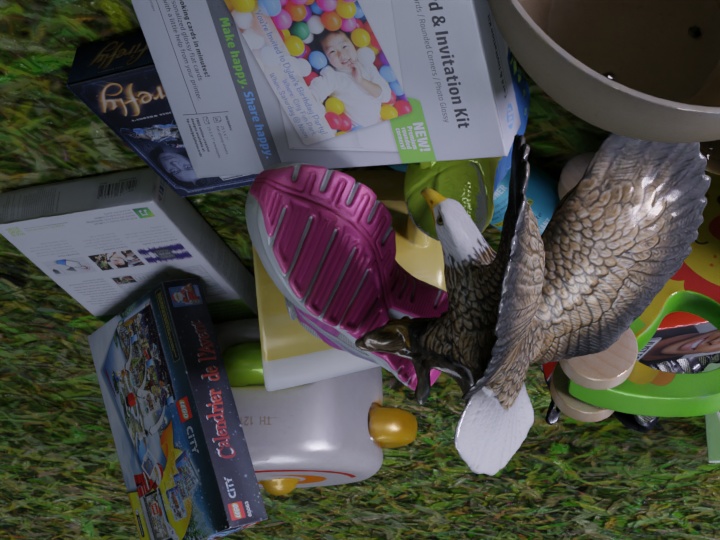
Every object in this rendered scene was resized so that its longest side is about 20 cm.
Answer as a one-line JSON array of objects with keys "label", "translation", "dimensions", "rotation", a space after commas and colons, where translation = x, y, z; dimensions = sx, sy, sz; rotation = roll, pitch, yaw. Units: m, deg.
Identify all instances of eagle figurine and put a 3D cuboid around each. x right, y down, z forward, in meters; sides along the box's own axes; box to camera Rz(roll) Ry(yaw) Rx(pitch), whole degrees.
[{"label": "eagle figurine", "translation": [0.087, 0.008, 0.720], "dimensions": [0.151, 0.152, 0.200], "rotation": [33, 142, -21]}]

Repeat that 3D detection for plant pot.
[{"label": "plant pot", "translation": [0.146, -0.143, 0.628], "dimensions": [0.200, 0.201, 0.134], "rotation": [5, 164, -1]}]

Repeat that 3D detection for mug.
[{"label": "mug", "translation": [0.000, 0.008, 0.942], "dimensions": [0.153, 0.150, 0.187], "rotation": [-4, -179, -4]}]

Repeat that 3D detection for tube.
[{"label": "tube", "translation": [0.091, -0.063, 0.918], "dimensions": [0.200, 0.050, 0.077], "rotation": [29, 133, -25]}]

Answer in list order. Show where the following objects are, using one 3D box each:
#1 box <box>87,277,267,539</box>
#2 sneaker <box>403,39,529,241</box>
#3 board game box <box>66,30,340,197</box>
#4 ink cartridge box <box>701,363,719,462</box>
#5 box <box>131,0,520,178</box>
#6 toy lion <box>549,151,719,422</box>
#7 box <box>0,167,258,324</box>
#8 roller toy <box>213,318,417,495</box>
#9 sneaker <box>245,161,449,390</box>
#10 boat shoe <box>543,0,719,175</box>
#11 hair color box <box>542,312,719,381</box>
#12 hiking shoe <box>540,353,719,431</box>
[{"label": "box", "translation": [-0.152, 0.123, 1.057], "dimensions": [0.038, 0.200, 0.136], "rotation": [-6, 164, -41]}, {"label": "sneaker", "translation": [0.062, -0.122, 0.798], "dimensions": [0.076, 0.105, 0.200], "rotation": [14, 125, 18]}, {"label": "board game box", "translation": [-0.069, -0.111, 0.845], "dimensions": [0.200, 0.035, 0.136], "rotation": [-8, 146, 27]}, {"label": "ink cartridge box", "translation": [0.406, 0.135, 1.158], "dimensions": [0.199, 0.104, 0.059], "rotation": [-2, 150, 11]}, {"label": "box", "translation": [-0.023, -0.132, 0.729], "dimensions": [0.199, 0.041, 0.156], "rotation": [-2, 124, 22]}, {"label": "toy lion", "translation": [0.222, 0.002, 0.847], "dimensions": [0.191, 0.200, 0.069], "rotation": [4, 148, 4]}, {"label": "box", "translation": [-0.182, -0.009, 1.061], "dimensions": [0.144, 0.036, 0.200], "rotation": [-7, 148, 19]}, {"label": "roller toy", "translation": [-0.069, 0.126, 1.144], "dimensions": [0.200, 0.140, 0.182], "rotation": [11, 160, -40]}, {"label": "sneaker", "translation": [-0.019, 0.003, 0.805], "dimensions": [0.088, 0.081, 0.200], "rotation": [18, 157, 41]}, {"label": "boat shoe", "translation": [0.151, -0.127, 0.757], "dimensions": [0.200, 0.074, 0.066], "rotation": [42, 174, -26]}, {"label": "hair color box", "translation": [0.237, 0.027, 0.972], "dimensions": [0.199, 0.061, 0.102], "rotation": [-9, 161, -9]}, {"label": "hiking shoe", "translation": [0.237, 0.078, 1.055], "dimensions": [0.199, 0.101, 0.076], "rotation": [-2, 176, -8]}]
